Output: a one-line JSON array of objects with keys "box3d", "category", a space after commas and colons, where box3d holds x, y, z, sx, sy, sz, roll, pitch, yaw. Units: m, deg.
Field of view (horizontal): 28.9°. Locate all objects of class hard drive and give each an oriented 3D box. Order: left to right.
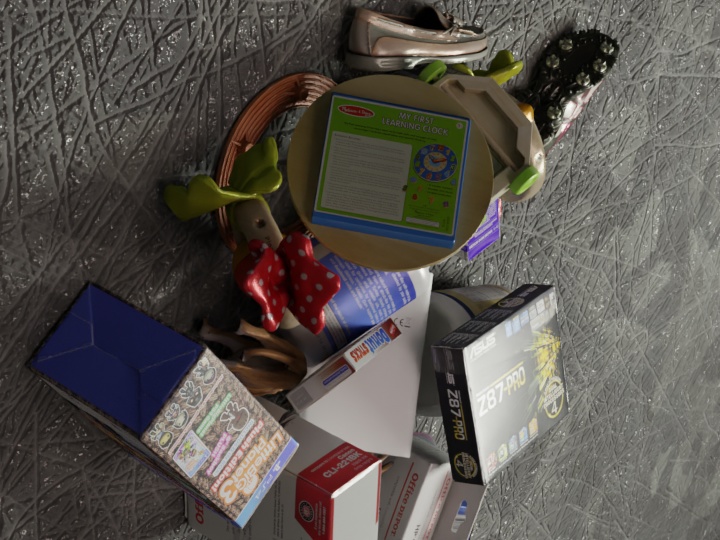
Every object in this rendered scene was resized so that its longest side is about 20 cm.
[{"box3d": [0.003, 0.090, 1.492, 0.131, 0.026, 0.202, 11, 80, -19], "category": "hard drive"}]

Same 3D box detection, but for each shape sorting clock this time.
[{"box3d": [0.028, -0.094, 1.330, 0.200, 0.199, 0.039, -54, 177, -16], "category": "shape sorting clock"}]

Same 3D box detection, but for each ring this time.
[{"box3d": [-0.068, -0.099, 1.402, 0.200, 0.019, 0.202, -30, 132, -41], "category": "ring"}]

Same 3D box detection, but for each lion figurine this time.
[{"box3d": [-0.096, 0.091, 1.363, 0.122, 0.200, 0.073, 23, 87, -21], "category": "lion figurine"}]

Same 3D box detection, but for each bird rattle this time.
[{"box3d": [-0.080, -0.015, 1.273, 0.112, 0.200, 0.163, -32, 153, -13], "category": "bird rattle"}, {"box3d": [0.142, -0.134, 1.548, 0.112, 0.163, 0.201, -16, 115, -25], "category": "bird rattle"}]

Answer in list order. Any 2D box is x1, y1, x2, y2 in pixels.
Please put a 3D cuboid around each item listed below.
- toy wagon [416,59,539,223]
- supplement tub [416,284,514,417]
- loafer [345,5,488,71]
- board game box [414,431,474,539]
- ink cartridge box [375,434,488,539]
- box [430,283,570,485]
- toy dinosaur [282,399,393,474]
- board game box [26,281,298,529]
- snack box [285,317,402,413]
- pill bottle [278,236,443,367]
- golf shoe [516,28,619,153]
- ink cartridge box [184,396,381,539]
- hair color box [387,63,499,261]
[{"box3d": [0.072, -0.106, 1.376, 0.200, 0.155, 0.040, -39, 169, -8], "category": "toy wagon"}, {"box3d": [0.130, 0.092, 1.668, 0.199, 0.144, 0.145, -5, 114, -51], "category": "supplement tub"}, {"box3d": [0.065, -0.246, 1.449, 0.199, 0.072, 0.063, -16, 116, -44], "category": "loafer"}, {"box3d": [0.072, 0.329, 1.700, 0.043, 0.199, 0.201, 8, 107, -19], "category": "board game box"}, {"box3d": [0.035, 0.244, 1.585, 0.068, 0.199, 0.117, 9, 103, -54], "category": "ink cartridge box"}, {"box3d": [0.160, 0.123, 1.555, 0.200, 0.049, 0.162, -28, 113, -48], "category": "box"}, {"box3d": [-0.007, 0.159, 1.536, 0.086, 0.135, 0.201, 21, 93, -55], "category": "toy dinosaur"}, {"box3d": [-0.176, 0.124, 1.273, 0.097, 0.159, 0.200, -54, 145, -15], "category": "board game box"}, {"box3d": [-0.013, 0.090, 1.364, 0.072, 0.024, 0.200, -38, 177, 16], "category": "snack box"}, {"box3d": [0.000, 0.000, 1.420, 0.199, 0.112, 0.112, -33, 138, -8], "category": "pill bottle"}, {"box3d": [0.242, -0.213, 1.711, 0.200, 0.077, 0.088, -49, 162, -19], "category": "golf shoe"}, {"box3d": [-0.082, 0.227, 1.425, 0.084, 0.199, 0.145, -29, 132, -45], "category": "ink cartridge box"}, {"box3d": [0.089, -0.120, 1.516, 0.065, 0.109, 0.201, -34, 134, -34], "category": "hair color box"}]
